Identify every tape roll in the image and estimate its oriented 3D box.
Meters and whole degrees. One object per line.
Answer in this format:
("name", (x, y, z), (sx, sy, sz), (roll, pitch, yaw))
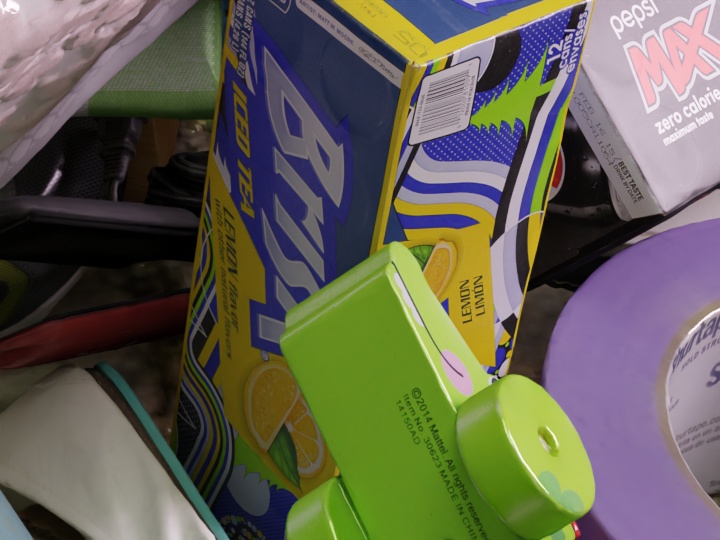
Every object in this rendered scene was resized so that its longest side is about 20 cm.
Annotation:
("tape roll", (0.140, 0.077, 0.739), (0.199, 0.085, 0.200), (7, 39, -5))

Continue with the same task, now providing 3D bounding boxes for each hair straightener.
("hair straightener", (-0.048, -0.020, 0.794), (0.200, 0.041, 0.077), (-10, 80, -51))

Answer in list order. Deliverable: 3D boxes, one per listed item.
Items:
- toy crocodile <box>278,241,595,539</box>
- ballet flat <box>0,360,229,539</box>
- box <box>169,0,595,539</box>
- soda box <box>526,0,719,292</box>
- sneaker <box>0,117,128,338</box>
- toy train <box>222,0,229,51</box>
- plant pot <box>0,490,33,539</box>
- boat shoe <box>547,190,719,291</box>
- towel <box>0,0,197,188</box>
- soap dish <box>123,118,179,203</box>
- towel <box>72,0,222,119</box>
("toy crocodile", (0.042, 0.086, 0.623), (0.200, 0.067, 0.062), (59, 24, 16))
("ballet flat", (-0.046, 0.100, 0.690), (0.069, 0.070, 0.200), (-16, 42, -31))
("box", (0.000, 0.000, 0.705), (0.064, 0.201, 0.070), (-23, 50, -35))
("soda box", (0.106, -0.064, 0.801), (0.200, 0.063, 0.071), (-30, 89, -46))
("sneaker", (-0.145, -0.007, 0.759), (0.200, 0.085, 0.075), (-26, 79, -31))
("toy train", (0.009, -0.126, 0.870), (0.114, 0.087, 0.200), (14, 45, 13))
("plant pot", (-0.121, 0.124, 0.543), (0.200, 0.201, 0.196), (-24, 58, -36))
("boat shoe", (0.136, -0.004, 0.857), (0.199, 0.062, 0.075), (-3, 38, -22))
("towel", (-0.065, -0.070, 0.647), (0.032, 0.191, 0.200), (46, 63, -1))
("soap dish", (-0.132, -0.109, 0.905), (0.157, 0.081, 0.200), (9, 39, -4))
("towel", (-0.139, -0.114, 0.780), (0.199, 0.031, 0.150), (3, 75, -7))
